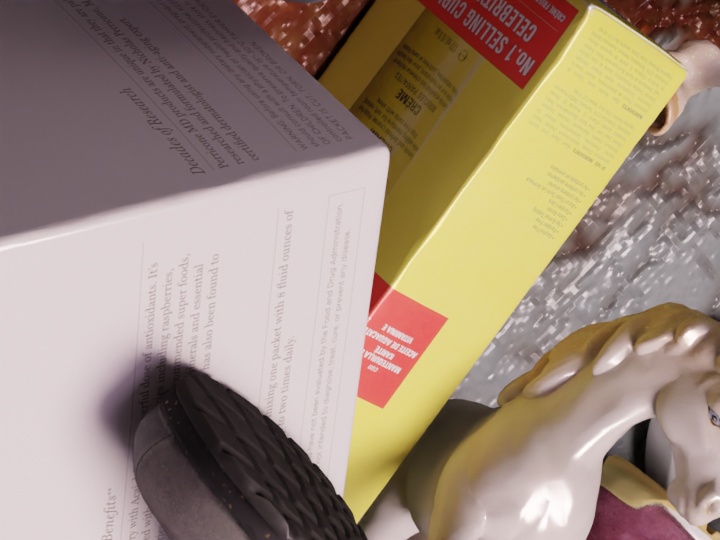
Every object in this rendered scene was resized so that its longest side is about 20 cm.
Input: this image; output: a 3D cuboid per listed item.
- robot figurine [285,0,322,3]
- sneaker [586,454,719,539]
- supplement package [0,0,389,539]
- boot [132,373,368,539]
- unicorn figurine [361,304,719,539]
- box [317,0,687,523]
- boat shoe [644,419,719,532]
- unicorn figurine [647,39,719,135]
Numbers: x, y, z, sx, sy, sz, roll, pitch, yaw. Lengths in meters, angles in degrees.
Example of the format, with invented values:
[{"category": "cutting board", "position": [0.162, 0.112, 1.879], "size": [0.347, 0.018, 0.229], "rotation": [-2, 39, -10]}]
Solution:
[{"category": "robot figurine", "position": [-0.007, -0.149, 0.670], "size": [0.199, 0.125, 0.151], "rotation": [1, 78, -39]}, {"category": "sneaker", "position": [0.090, 0.151, 1.005], "size": [0.090, 0.075, 0.201], "rotation": [-36, 136, -18]}, {"category": "supplement package", "position": [-0.112, 0.011, 0.707], "size": [0.199, 0.120, 0.122], "rotation": [-14, 130, -30]}, {"category": "boot", "position": [-0.039, 0.126, 0.718], "size": [0.131, 0.070, 0.200], "rotation": [-29, 125, 3]}, {"category": "unicorn figurine", "position": [0.042, 0.070, 0.833], "size": [0.074, 0.200, 0.138], "rotation": [35, 78, -27]}, {"category": "box", "position": [0.000, 0.000, 0.821], "size": [0.050, 0.075, 0.200], "rotation": [28, 103, -46]}, {"category": "boat shoe", "position": [0.156, 0.100, 1.019], "size": [0.072, 0.071, 0.200], "rotation": [-36, 136, -10]}, {"category": "unicorn figurine", "position": [0.136, -0.076, 0.865], "size": [0.137, 0.074, 0.201], "rotation": [-16, 125, -42]}]
